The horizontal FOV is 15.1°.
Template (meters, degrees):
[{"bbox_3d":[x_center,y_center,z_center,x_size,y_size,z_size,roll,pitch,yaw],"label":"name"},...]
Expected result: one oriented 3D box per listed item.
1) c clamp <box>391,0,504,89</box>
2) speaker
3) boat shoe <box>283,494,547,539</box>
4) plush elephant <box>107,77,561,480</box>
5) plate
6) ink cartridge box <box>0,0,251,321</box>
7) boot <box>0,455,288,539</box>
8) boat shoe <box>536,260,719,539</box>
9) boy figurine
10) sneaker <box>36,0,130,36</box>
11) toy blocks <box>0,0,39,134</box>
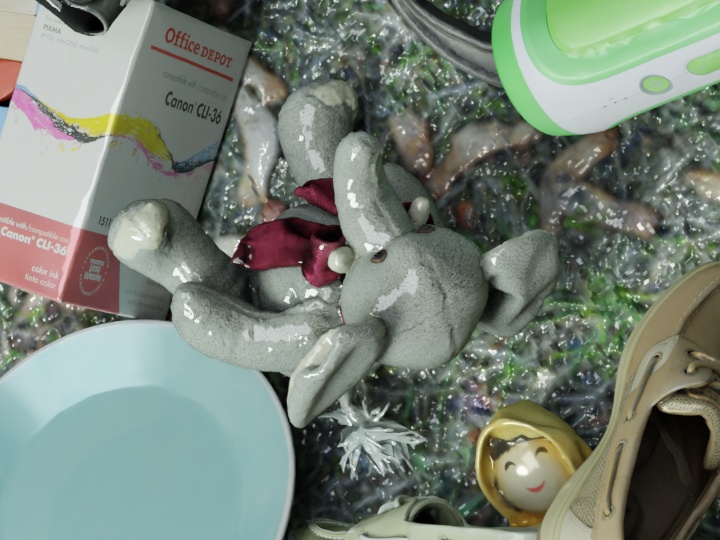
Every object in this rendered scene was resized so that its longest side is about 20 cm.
[{"bbox_3d":[0.065,-0.197,1.365,0.170,0.027,0.201,20,110,10],"label":"c clamp"},{"bbox_3d":[0.161,-0.129,1.280,0.199,0.088,0.089,-21,76,36],"label":"speaker"},{"bbox_3d":[0.033,0.141,1.319,0.199,0.072,0.062,8,92,51],"label":"boat shoe"},{"bbox_3d":[0.000,0.000,1.322,0.201,0.164,0.155,61,148,2],"label":"plush elephant"},{"bbox_3d":[-0.125,0.119,1.382,0.199,0.026,0.201,-9,59,14],"label":"plate"},{"bbox_3d":[-0.125,-0.081,1.413,0.067,0.116,0.201,17,91,25],"label":"ink cartridge box"},{"bbox_3d":[-0.136,0.198,1.409,0.154,0.072,0.201,15,83,23],"label":"boot"},{"bbox_3d":[0.153,0.073,1.260,0.064,0.071,0.201,-28,26,55],"label":"boat shoe"},{"bbox_3d":[0.112,0.156,1.315,0.124,0.064,0.201,-21,78,29],"label":"boy figurine"},{"bbox_3d":[-0.090,-0.164,1.335,0.199,0.076,0.116,4,70,8],"label":"sneaker"},{"bbox_3d":[-0.198,-0.140,1.472,0.136,0.100,0.201,9,92,13],"label":"toy blocks"}]
